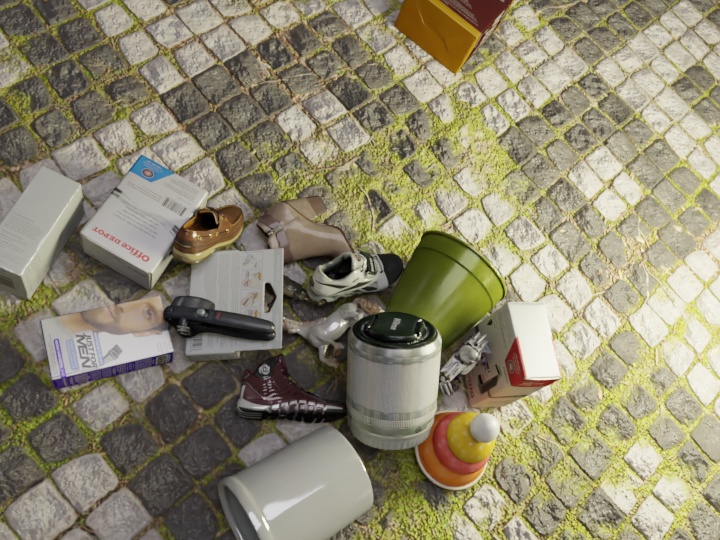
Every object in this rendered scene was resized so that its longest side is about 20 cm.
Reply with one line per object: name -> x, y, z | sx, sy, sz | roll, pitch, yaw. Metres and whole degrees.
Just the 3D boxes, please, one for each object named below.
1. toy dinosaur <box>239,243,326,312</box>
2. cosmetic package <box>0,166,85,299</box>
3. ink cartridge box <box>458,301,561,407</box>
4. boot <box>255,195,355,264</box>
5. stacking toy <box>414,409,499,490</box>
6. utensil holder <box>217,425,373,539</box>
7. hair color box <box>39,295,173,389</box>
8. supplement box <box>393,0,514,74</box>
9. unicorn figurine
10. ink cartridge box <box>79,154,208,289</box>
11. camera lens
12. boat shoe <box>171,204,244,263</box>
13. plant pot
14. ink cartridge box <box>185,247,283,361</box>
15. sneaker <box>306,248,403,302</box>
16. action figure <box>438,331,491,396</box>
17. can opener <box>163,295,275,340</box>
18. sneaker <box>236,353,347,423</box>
toy dinosaur -> -0.165, 0.034, 1.383 | 0.199, 0.048, 0.088 | 31, 57, 2
cosmetic package -> -0.563, -0.065, 1.265 | 0.081, 0.113, 0.201 | 23, 60, -6
ink cartridge box -> 0.271, 0.162, 1.364 | 0.082, 0.200, 0.148 | 1, 65, -22
boot -> -0.106, -0.050, 1.433 | 0.146, 0.070, 0.201 | -31, 82, -18
stacking toy -> 0.191, 0.298, 1.280 | 0.145, 0.200, 0.147 | 7, 65, -14
utensil holder -> -0.104, 0.366, 1.178 | 0.199, 0.170, 0.170 | -26, 76, -28
hair color box -> -0.431, 0.121, 1.247 | 0.199, 0.065, 0.110 | -12, 70, -23
supplement box -> 0.228, -0.626, 1.758 | 0.197, 0.133, 0.200 | 39, 61, 3
unicorn figurine -> -0.058, 0.109, 1.347 | 0.199, 0.074, 0.137 | -21, 40, -24
ink cartridge box -> -0.395, -0.089, 1.342 | 0.145, 0.084, 0.201 | 30, 62, -3
camera lens -> 0.055, 0.183, 1.255 | 0.159, 0.160, 0.201 | -6, 111, -19
boat shoe -> -0.273, -0.082, 1.349 | 0.072, 0.068, 0.200 | 22, 31, 13
plant pot -> 0.141, 0.062, 1.395 | 0.200, 0.200, 0.193 | 39, 73, 3
ink cartridge box -> -0.222, 0.059, 1.320 | 0.172, 0.044, 0.201 | -3, 66, 3
sneaker -> 0.000, 0.000, 1.371 | 0.199, 0.089, 0.074 | -18, 62, -24
action figure -> 0.176, 0.179, 1.330 | 0.130, 0.200, 0.070 | -28, 78, -25
can opener -> -0.242, 0.086, 1.252 | 0.199, 0.063, 0.079 | 10, 67, 10
sneaker -> -0.118, 0.205, 1.301 | 0.199, 0.076, 0.116 | 6, 61, -14
